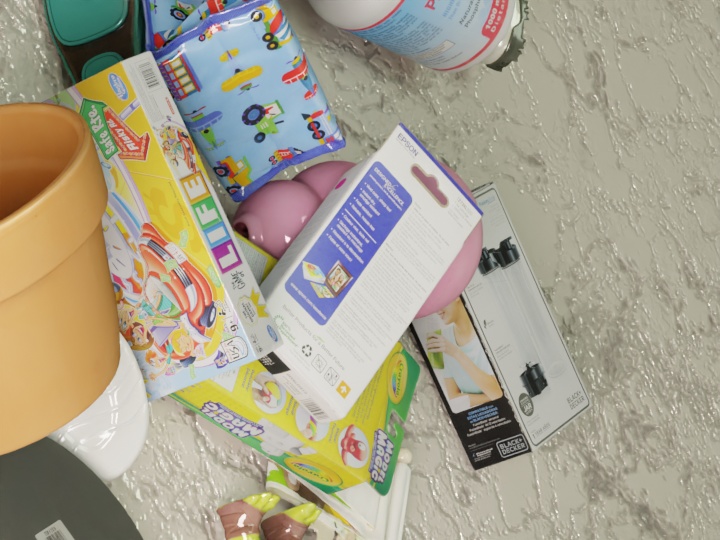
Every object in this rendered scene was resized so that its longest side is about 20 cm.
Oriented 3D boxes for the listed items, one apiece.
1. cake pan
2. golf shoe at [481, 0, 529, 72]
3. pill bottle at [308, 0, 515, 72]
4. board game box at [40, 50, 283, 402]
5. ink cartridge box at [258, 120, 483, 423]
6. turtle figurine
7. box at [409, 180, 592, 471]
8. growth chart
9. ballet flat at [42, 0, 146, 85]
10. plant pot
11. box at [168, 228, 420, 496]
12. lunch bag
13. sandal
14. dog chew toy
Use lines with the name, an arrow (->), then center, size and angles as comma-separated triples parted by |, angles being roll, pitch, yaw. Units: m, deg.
cake pan -> -0.183, 0.169, 1.336 | 0.200, 0.037, 0.200 | 43, 23, -23
golf shoe -> 0.077, -0.259, 1.971 | 0.088, 0.077, 0.200 | -5, 70, -39
pill bottle -> 0.025, -0.232, 1.836 | 0.200, 0.109, 0.109 | 17, 58, -49
board game box -> -0.146, -0.020, 1.459 | 0.034, 0.134, 0.200 | -30, 96, -56
ink cartridge box -> 0.000, 0.000, 1.582 | 0.095, 0.037, 0.200 | 47, 60, -18
turtle figurine -> -0.041, 0.233, 1.526 | 0.200, 0.064, 0.162 | 13, 54, -41
box -> 0.097, 0.042, 1.826 | 0.117, 0.060, 0.200 | -30, 97, -56
growth chart -> -0.026, 0.126, 1.647 | 0.200, 0.018, 0.145 | 48, 39, -27
ballet flat -> -0.169, -0.148, 1.576 | 0.070, 0.067, 0.201 | 30, 44, -75
plant pot -> -0.222, 0.013, 1.306 | 0.200, 0.200, 0.140 | -58, 135, -50
box -> -0.049, 0.067, 1.587 | 0.200, 0.048, 0.118 | 34, 55, -26
lunch bag -> -0.103, -0.174, 1.611 | 0.151, 0.094, 0.200 | 62, 1, -45
sandal -> -0.199, 0.037, 1.426 | 0.203, 0.082, 0.050 | 57, -7, -13
dog chew toy -> -0.008, -0.025, 1.672 | 0.200, 0.124, 0.125 | -2, 73, -41
